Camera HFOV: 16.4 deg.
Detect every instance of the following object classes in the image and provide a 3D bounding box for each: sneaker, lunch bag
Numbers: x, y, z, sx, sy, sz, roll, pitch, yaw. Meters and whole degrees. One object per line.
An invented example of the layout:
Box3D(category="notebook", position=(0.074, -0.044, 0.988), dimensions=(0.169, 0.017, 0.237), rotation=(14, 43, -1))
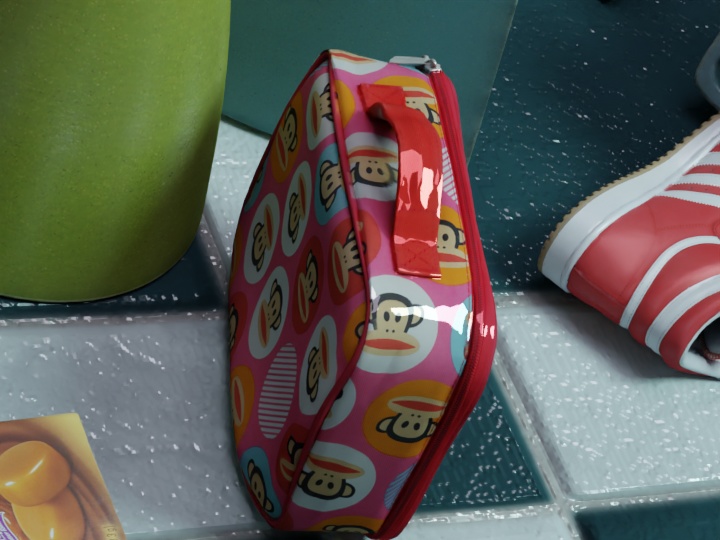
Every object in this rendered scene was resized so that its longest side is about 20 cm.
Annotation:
Box3D(category="sneaker", position=(0.195, -0.015, 1.306), dimensions=(0.200, 0.071, 0.112), rotation=(-32, 62, -35))
Box3D(category="lunch bag", position=(0.000, 0.000, 1.115), dimensions=(0.082, 0.177, 0.201), rotation=(9, 44, -17))

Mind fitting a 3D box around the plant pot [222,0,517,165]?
Box3D(category="plant pot", position=(-0.026, -0.155, 1.297), dimensions=(0.199, 0.142, 0.142), rotation=(11, 43, -5))

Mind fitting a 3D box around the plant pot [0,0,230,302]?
Box3D(category="plant pot", position=(-0.135, -0.121, 1.156), dimensions=(0.186, 0.200, 0.188), rotation=(13, 43, -13))

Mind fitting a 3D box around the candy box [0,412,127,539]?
Box3D(category="candy box", position=(-0.190, 0.126, 0.987), dimensions=(0.199, 0.057, 0.117), rotation=(-6, 51, -29))

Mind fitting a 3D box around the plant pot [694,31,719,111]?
Box3D(category="plant pot", position=(0.351, -0.134, 1.421), dimensions=(0.196, 0.196, 0.200), rotation=(43, 31, 19))
